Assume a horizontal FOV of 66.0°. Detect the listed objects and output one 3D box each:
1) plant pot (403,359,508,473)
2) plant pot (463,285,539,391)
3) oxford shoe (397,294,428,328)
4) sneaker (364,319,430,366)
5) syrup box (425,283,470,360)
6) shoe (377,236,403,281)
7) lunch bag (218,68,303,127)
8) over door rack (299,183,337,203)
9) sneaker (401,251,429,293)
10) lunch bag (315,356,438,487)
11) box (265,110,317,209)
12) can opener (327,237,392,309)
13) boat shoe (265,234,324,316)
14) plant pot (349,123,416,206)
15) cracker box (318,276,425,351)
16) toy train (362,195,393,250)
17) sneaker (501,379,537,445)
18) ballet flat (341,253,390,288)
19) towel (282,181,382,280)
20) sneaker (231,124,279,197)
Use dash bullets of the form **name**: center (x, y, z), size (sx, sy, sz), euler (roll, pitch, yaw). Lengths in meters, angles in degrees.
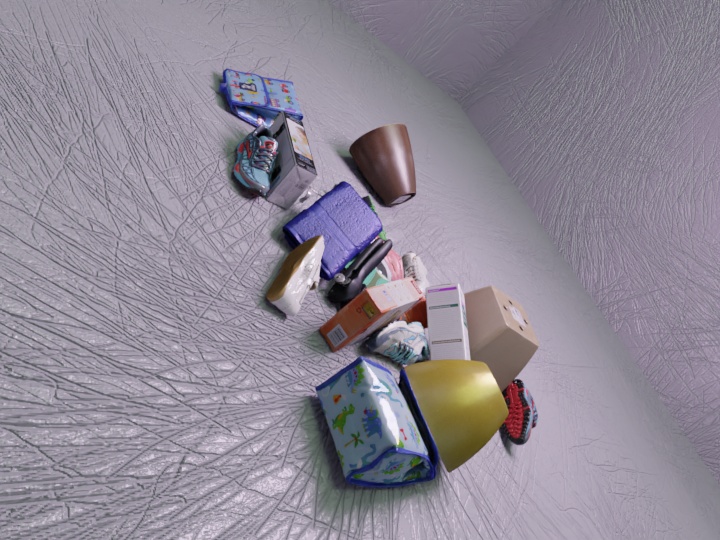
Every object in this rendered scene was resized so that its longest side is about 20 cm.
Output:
- **plant pot**: center (0.182, 0.241, 1.006), size (0.200, 0.141, 0.201), euler (-24, 90, -88)
- **plant pot**: center (0.312, 0.157, 1.361), size (0.200, 0.177, 0.200), euler (30, 32, -30)
- **oxford shoe**: center (0.148, 0.099, 1.325), size (0.200, 0.073, 0.072), euler (-22, 88, -43)
- **sneaker**: center (0.089, 0.155, 1.145), size (0.200, 0.078, 0.087), euler (3, 55, -54)
- **syrup box**: center (0.195, 0.136, 1.226), size (0.079, 0.081, 0.201), euler (50, 36, -63)
- **shoe**: center (0.034, -0.050, 1.341), size (0.091, 0.071, 0.201), euler (1, 59, -57)
- **lunch bag**: center (-0.262, -0.428, 1.395), size (0.199, 0.094, 0.151), euler (10, 45, -33)
- **over door rack**: center (-0.100, -0.175, 1.315), size (0.147, 0.067, 0.200), euler (32, 20, -32)
- **sneaker**: center (0.122, 0.009, 1.376), size (0.085, 0.073, 0.200), euler (60, 13, -15)
- **lunch bag**: center (0.044, 0.255, 0.909), size (0.200, 0.127, 0.171), euler (37, 24, -49)
- **box**: center (-0.170, -0.250, 1.247), size (0.060, 0.117, 0.201), euler (21, 39, -38)
- **can opener**: center (0.000, 0.000, 1.162), size (0.200, 0.063, 0.079), euler (-56, 145, -31)
- **boat shoe**: center (-0.110, 0.010, 1.048), size (0.069, 0.071, 0.200), euler (53, 39, -22)
- **plant pot**: center (0.087, -0.301, 1.652), size (0.187, 0.186, 0.201), euler (-8, 75, -59)
- **cracker box**: center (0.028, 0.082, 1.083), size (0.058, 0.134, 0.200), euler (55, 28, 12)
- **toy train**: center (0.039, -0.115, 1.439), size (0.056, 0.042, 0.201), euler (71, -1, -54)
- **sneaker**: center (0.395, 0.349, 1.326), size (0.096, 0.079, 0.200), euler (48, 29, -12)
- **ballet flat**: center (0.023, 0.032, 1.217), size (0.200, 0.072, 0.072), euler (39, 27, 2)
- **towel**: center (-0.057, -0.086, 1.184), size (0.148, 0.050, 0.200), euler (50, 58, -5)
- **sneaker**: center (-0.219, -0.244, 1.184), size (0.079, 0.095, 0.201), euler (25, 35, -37)
